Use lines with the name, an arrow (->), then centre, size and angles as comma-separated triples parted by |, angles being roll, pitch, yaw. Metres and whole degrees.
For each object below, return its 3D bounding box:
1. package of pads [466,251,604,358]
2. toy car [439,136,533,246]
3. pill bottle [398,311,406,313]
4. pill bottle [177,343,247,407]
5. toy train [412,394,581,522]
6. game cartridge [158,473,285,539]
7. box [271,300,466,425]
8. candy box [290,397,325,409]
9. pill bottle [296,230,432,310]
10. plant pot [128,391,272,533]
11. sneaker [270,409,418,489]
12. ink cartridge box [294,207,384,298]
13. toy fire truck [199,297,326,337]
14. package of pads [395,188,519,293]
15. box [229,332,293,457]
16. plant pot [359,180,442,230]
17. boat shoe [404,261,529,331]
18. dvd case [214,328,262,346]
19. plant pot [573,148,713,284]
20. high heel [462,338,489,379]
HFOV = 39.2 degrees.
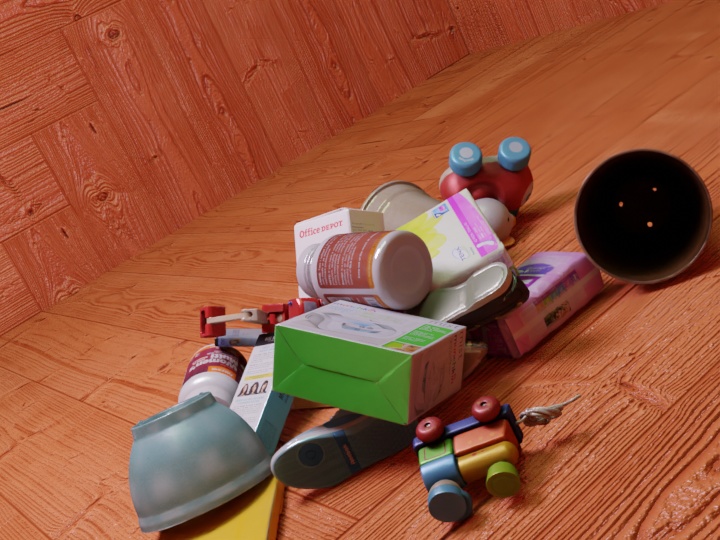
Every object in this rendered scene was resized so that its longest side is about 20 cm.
package of pads -> 0.245, 0.046, 1.468 | 0.200, 0.076, 0.120 | -35, 16, -28
toy car -> 0.246, -0.108, 1.868 | 0.176, 0.185, 0.201 | -6, 57, -5
pill bottle -> 0.081, 0.040, 1.667 | 0.199, 0.113, 0.112 | -15, 19, 33
pill bottle -> -0.239, 0.203, 1.648 | 0.109, 0.110, 0.200 | -25, 16, 4
toy train -> 0.159, 0.203, 1.124 | 0.199, 0.085, 0.116 | -22, 27, 12
game cartridge -> -0.184, 0.342, 1.291 | 0.176, 0.033, 0.200 | -24, 14, 8
box -> 0.014, 0.117, 1.326 | 0.199, 0.097, 0.176 | 11, 14, 27
candy box -> -0.075, 0.167, 1.610 | 0.199, 0.057, 0.117 | -9, 23, 41
pill bottle -> 0.000, 0.000, 1.467 | 0.199, 0.113, 0.112 | 0, 30, 48
plant pot -> -0.231, 0.248, 1.375 | 0.199, 0.135, 0.200 | -23, 1, 0
sneaker -> -0.028, 0.217, 1.354 | 0.199, 0.080, 0.131 | -18, 18, -7
ink cartridge box -> -0.028, 0.012, 1.632 | 0.084, 0.201, 0.146 | 3, -11, -41
toy fire truck -> -0.153, 0.075, 1.602 | 0.141, 0.049, 0.200 | 5, -12, -37
package of pads -> 0.132, -0.024, 1.528 | 0.154, 0.068, 0.200 | -31, 33, 5
box -> -0.144, 0.186, 1.532 | 0.082, 0.049, 0.201 | -12, 45, 39
plant pot -> 0.119, -0.049, 1.788 | 0.200, 0.201, 0.183 | -35, 30, -28
boat shoe -> 0.140, 0.056, 1.393 | 0.201, 0.060, 0.072 | -27, 40, 38
dvd case -> -0.151, 0.115, 1.751 | 0.199, 0.018, 0.143 | 0, 4, -6
plant pot -> 0.413, -0.088, 1.488 | 0.186, 0.188, 0.200 | -21, 3, 17
high heel -> 0.125, 0.101, 1.473 | 0.200, 0.072, 0.143 | -23, 21, 42
